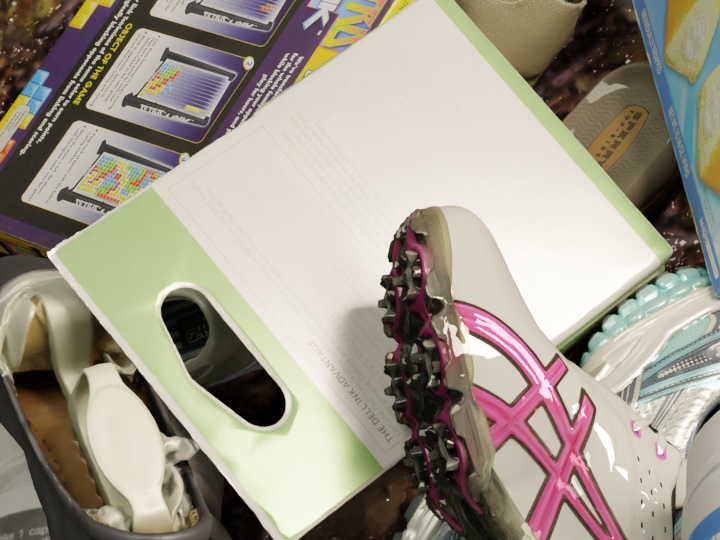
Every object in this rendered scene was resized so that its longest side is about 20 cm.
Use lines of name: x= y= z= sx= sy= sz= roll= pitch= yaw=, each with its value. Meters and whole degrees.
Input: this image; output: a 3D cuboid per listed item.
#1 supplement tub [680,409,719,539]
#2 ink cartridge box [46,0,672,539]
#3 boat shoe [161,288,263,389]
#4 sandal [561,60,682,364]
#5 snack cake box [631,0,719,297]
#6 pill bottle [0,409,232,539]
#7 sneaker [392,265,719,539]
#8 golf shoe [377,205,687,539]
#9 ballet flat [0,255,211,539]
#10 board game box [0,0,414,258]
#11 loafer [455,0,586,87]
supplement tub: x=0.166 y=0.143 z=0.763 sx=0.132 sy=0.132 sz=0.200 roll=-12 pitch=53 yaw=19
ink cartridge box: x=0.000 y=0.000 z=0.949 sx=0.200 sy=0.048 sz=0.146 roll=-36 pitch=79 yaw=-21
boat shoe: x=-0.111 y=0.037 z=1.037 sx=0.200 sy=0.062 sz=0.072 roll=-26 pitch=79 yaw=36
sandal: x=0.073 y=-0.015 z=1.024 sx=0.082 sy=0.055 sz=0.200 roll=27 pitch=72 yaw=39
snack cake box: x=0.170 y=-0.095 z=0.977 sx=0.067 sy=0.115 sz=0.200 roll=7 pitch=45 yaw=-16
pill bottle: x=-0.104 y=0.150 z=0.957 sx=0.113 sy=0.113 sz=0.200 roll=-13 pitch=53 yaw=19
sneaker: x=0.091 y=0.087 z=0.928 sx=0.200 sy=0.078 sz=0.086 roll=-46 pitch=52 yaw=-9
golf shoe: x=0.067 y=0.068 z=0.875 sx=0.092 sy=0.073 sz=0.200 roll=-16 pitch=81 yaw=-17
ballet flat: x=-0.100 y=0.047 z=0.925 sx=0.073 sy=0.073 sz=0.200 roll=-31 pitch=50 yaw=4
board game box: x=-0.072 y=-0.071 z=1.140 sx=0.165 sy=0.057 sz=0.200 roll=20 pitch=68 yaw=34
loafer: x=0.077 y=-0.172 z=1.116 sx=0.068 sy=0.076 sz=0.200 roll=-29 pitch=52 yaw=44
